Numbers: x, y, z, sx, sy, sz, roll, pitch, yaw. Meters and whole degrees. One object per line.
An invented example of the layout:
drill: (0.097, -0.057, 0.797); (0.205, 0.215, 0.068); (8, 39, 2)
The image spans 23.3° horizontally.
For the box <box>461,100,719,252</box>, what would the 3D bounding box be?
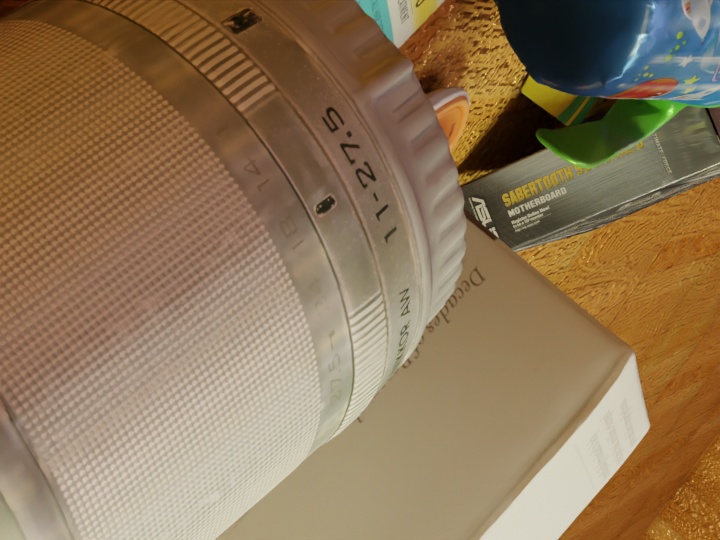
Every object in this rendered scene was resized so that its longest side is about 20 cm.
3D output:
box: (0.165, -0.064, 1.038); (0.158, 0.049, 0.200); (-24, 176, 28)

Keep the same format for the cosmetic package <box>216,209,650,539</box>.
cosmetic package: (-0.005, 0.051, 0.738); (0.165, 0.200, 0.165); (-49, 162, -3)

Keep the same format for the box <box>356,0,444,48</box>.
box: (0.009, -0.131, 0.664); (0.200, 0.049, 0.082); (-47, 161, -11)

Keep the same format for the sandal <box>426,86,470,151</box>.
sandal: (0.002, 0.002, 0.884); (0.207, 0.059, 0.079); (-51, 162, 1)

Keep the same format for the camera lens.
camera lens: (-0.086, 0.010, 0.511); (0.200, 0.160, 0.160); (-39, 158, -33)

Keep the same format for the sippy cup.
sippy cup: (0.139, -0.140, 0.846); (0.130, 0.139, 0.179); (-15, 101, -44)

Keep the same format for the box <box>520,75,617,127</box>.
box: (0.177, -0.177, 0.978); (0.117, 0.048, 0.201); (-23, 145, -55)
